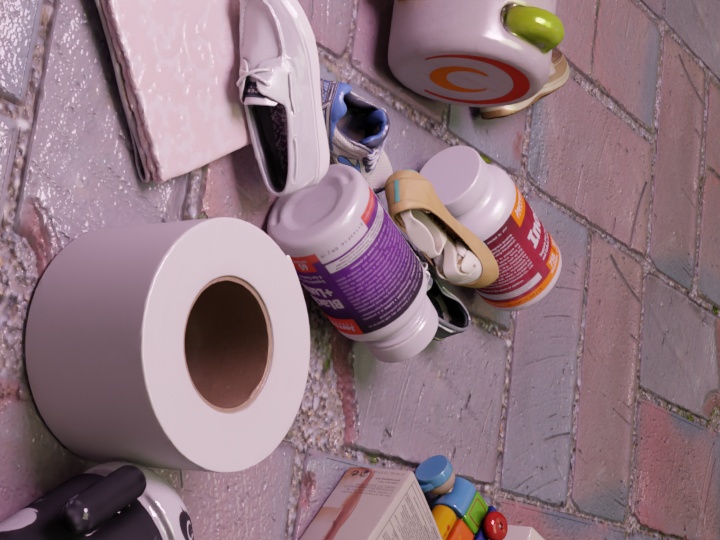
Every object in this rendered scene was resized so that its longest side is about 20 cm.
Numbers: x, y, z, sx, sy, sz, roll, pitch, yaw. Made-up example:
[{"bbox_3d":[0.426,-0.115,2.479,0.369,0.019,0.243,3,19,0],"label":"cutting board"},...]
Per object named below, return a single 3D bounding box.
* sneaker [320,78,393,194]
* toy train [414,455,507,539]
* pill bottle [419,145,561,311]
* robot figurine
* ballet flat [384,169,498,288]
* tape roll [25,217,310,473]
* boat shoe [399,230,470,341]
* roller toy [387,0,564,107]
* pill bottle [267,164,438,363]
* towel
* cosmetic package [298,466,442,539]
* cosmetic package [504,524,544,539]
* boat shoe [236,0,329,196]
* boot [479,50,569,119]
[{"bbox_3d":[-0.005,-0.130,1.309,0.200,0.084,0.078,40,57,-55],"label":"sneaker"},{"bbox_3d":[0.075,0.309,1.406,0.116,0.084,0.200,55,46,-21],"label":"toy train"},{"bbox_3d":[0.148,-0.050,1.496,0.200,0.112,0.114,48,52,-41],"label":"pill bottle"},{"bbox_3d":[-0.215,0.228,0.970,0.199,0.149,0.126,-30,99,-50],"label":"robot figurine"},{"bbox_3d":[0.086,-0.027,1.395,0.200,0.068,0.064,44,35,-35],"label":"ballet flat"},{"bbox_3d":[-0.155,0.061,1.053,0.202,0.138,0.206,7,81,-54],"label":"tape roll"},{"bbox_3d":[0.060,0.004,1.415,0.201,0.061,0.073,55,48,-36],"label":"boat shoe"},{"bbox_3d":[0.123,-0.276,1.425,0.183,0.197,0.142,86,11,-76],"label":"roller toy"},{"bbox_3d":[0.000,0.000,1.293,0.201,0.110,0.112,54,48,-36],"label":"pill bottle"},{"bbox_3d":[-0.154,-0.198,1.160,0.191,0.032,0.202,-34,117,-50],"label":"towel"},{"bbox_3d":[-0.008,0.301,1.280,0.200,0.086,0.104,-49,127,-44],"label":"cosmetic package"},{"bbox_3d":[0.173,0.417,1.533,0.105,0.070,0.202,46,53,-42],"label":"cosmetic package"},{"bbox_3d":[-0.083,-0.166,1.185,0.068,0.071,0.202,-36,126,-50],"label":"boat shoe"},{"bbox_3d":[0.194,-0.291,1.616,0.200,0.071,0.156,-36,114,-48],"label":"boot"}]
